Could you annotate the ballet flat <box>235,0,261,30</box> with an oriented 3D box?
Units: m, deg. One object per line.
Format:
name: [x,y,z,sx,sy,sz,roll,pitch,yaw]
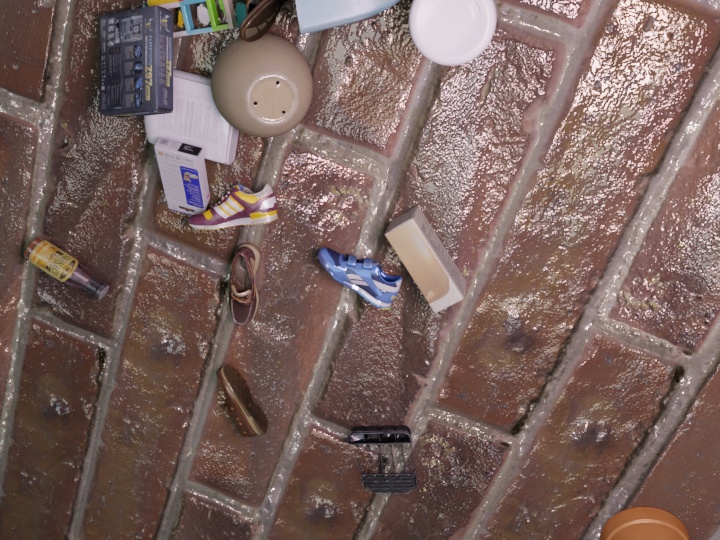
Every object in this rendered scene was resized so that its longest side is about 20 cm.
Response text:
ballet flat: [-0.206,-0.522,1.344,0.067,0.068,0.200,-26,133,-22]

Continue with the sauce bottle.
sauce bottle: [-0.685,-0.002,1.651,0.200,0.066,0.066,31,114,-3]

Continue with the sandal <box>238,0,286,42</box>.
sandal: [-0.177,-0.502,1.299,0.055,0.082,0.200,26,71,2]

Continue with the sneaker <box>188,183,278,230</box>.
sneaker: [-0.277,-0.139,1.516,0.200,0.075,0.090,-6,102,7]

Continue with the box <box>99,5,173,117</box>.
box: [-0.445,-0.411,1.398,0.158,0.051,0.200,2,94,29]

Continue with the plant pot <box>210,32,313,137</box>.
plant pot: [-0.177,-0.339,1.338,0.200,0.134,0.200,-7,117,-15]

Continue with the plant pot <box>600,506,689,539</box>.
plant pot: [0.658,0.663,1.601,0.200,0.140,0.200,4,111,10]

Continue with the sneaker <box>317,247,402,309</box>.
sneaker: [0.000,0.000,1.512,0.200,0.074,0.082,32,112,-10]

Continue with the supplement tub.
supplement tub: [0.165,-0.440,1.233,0.145,0.200,0.146,4,112,10]

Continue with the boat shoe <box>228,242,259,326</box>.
boat shoe: [-0.268,0.041,1.578,0.072,0.072,0.200,14,113,6]

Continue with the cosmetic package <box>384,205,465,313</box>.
cosmetic package: [0.136,-0.024,1.456,0.071,0.105,0.200,-29,101,20]

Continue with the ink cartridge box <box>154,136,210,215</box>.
ink cartridge box: [-0.375,-0.193,1.501,0.095,0.037,0.200,15,143,5]

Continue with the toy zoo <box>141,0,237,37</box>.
toy zoo: [-0.345,-0.529,1.380,0.200,0.020,0.131,0,115,22]

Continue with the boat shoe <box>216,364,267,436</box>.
boat shoe: [-0.298,0.319,1.694,0.068,0.072,0.200,-21,108,16]

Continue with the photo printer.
photo printer: [-0.349,-0.321,1.454,0.200,0.069,0.167,15,113,6]

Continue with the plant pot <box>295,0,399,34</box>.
plant pot: [-0.017,-0.535,1.247,0.200,0.196,0.197,-6,110,3]

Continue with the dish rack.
dish rack: [0.059,0.460,1.688,0.153,0.055,0.200,-4,111,14]
